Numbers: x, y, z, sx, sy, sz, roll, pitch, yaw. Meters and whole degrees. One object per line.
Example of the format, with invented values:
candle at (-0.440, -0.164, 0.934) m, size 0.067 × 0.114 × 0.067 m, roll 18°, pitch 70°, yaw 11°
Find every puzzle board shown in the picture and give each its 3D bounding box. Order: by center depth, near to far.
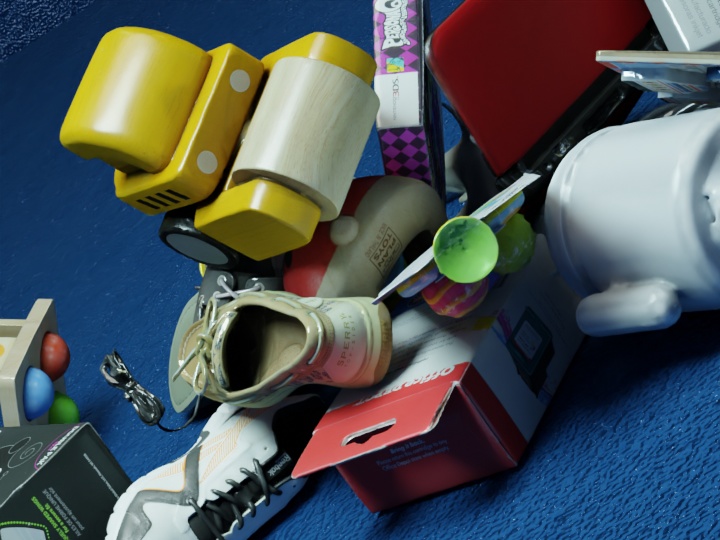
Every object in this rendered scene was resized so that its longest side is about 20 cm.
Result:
puzzle board at (0.233, -0.109, 1.387) m, size 0.150 × 0.017 × 0.200 m, roll 2°, pitch -1°, yaw 18°

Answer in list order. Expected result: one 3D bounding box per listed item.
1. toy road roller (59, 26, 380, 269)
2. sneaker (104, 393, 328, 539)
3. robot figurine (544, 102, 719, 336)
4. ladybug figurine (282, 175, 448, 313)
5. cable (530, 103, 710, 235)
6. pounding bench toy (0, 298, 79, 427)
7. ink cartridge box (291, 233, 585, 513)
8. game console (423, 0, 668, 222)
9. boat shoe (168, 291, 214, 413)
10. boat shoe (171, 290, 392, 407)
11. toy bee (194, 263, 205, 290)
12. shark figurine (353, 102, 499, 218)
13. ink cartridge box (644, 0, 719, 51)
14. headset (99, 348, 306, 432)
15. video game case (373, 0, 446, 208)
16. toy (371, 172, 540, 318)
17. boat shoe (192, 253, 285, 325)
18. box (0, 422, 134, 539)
toy road roller at (-0.095, -0.089, 1.469) m, size 0.200 × 0.146 × 0.123 m, roll -13°, pitch 53°, yaw 60°
sneaker at (-0.088, 0.139, 1.497) m, size 0.080 × 0.074 × 0.200 m, roll -15°, pitch 27°, yaw 44°
robot figurine at (0.184, -0.032, 1.361) m, size 0.200 × 0.113 × 0.170 m, roll -6°, pitch 43°, yaw 56°
ladybug figurine at (0.000, 0.000, 1.533) m, size 0.136 × 0.072 × 0.200 m, roll -59°, pitch -19°, yaw -14°
cable at (0.204, -0.062, 1.531) m, size 0.163 × 0.051 × 0.200 m, roll -36°, pitch 12°, yaw -18°
pounding bench toy at (-0.300, 0.137, 1.842) m, size 0.155 × 0.201 × 0.124 m, roll 1°, pitch 29°, yaw 8°
ink cartridge box at (0.052, 0.072, 1.416) m, size 0.116 × 0.067 × 0.200 m, roll -23°, pitch 21°, yaw 37°
game console at (0.115, -0.125, 1.624) m, size 0.200 × 0.119 × 0.172 m, roll -45°, pitch -9°, yaw -33°
boat shoe at (-0.085, 0.032, 1.715) m, size 0.201 × 0.060 × 0.072 m, roll -61°, pitch 38°, yaw 40°
boat shoe at (-0.061, 0.044, 1.444) m, size 0.063 × 0.074 × 0.200 m, roll 6°, pitch -12°, yaw -36°
toy bee at (-0.097, -0.032, 1.901) m, size 0.200 × 0.109 × 0.131 m, roll -22°, pitch 24°, yaw 36°
shark figurine at (0.065, -0.083, 1.769) m, size 0.128 × 0.090 × 0.214 m, roll -42°, pitch 20°, yaw -24°
ink cartridge box at (0.279, -0.227, 1.558) m, size 0.199 × 0.146 × 0.083 m, roll -24°, pitch -20°, yaw 2°
headset at (-0.079, 0.038, 1.634) m, size 0.200 × 0.124 × 0.094 m, roll -37°, pitch 61°, yaw -21°
video game case at (0.034, -0.117, 1.625) m, size 0.036 × 0.200 × 0.182 m, roll -4°, pitch 59°, yaw 4°
toy at (0.065, -0.006, 1.370) m, size 0.115 × 0.047 × 0.200 m, roll -38°, pitch -3°, yaw 3°
boat shoe at (-0.069, -0.017, 1.563) m, size 0.067 × 0.057 × 0.201 m, roll 10°, pitch 64°, yaw 15°
box at (-0.239, 0.208, 1.517) m, size 0.200 × 0.124 × 0.148 m, roll -44°, pitch 19°, yaw -29°
